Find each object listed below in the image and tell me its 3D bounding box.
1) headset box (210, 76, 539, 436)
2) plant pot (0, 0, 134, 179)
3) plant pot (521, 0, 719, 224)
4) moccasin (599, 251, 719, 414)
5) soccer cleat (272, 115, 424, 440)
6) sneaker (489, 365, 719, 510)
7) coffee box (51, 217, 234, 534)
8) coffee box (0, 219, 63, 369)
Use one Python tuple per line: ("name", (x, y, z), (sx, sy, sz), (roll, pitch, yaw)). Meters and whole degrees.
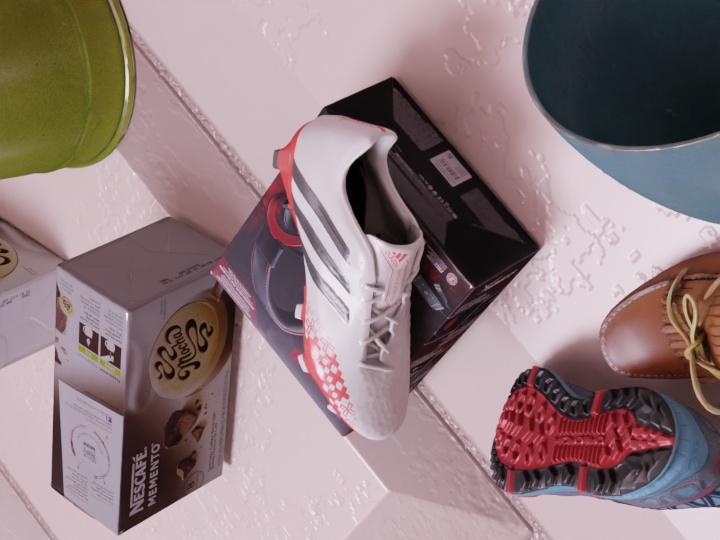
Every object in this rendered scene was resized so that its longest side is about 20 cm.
("headset box", (0.000, 0.000, 1.094), (0.149, 0.075, 0.200), (51, 135, 11))
("plant pot", (-0.302, -0.144, 1.227), (0.200, 0.192, 0.202), (20, 122, 36))
("plant pot", (0.196, -0.097, 0.803), (0.199, 0.201, 0.135), (2, 147, 43))
("moccasin", (0.210, 0.031, 0.908), (0.201, 0.078, 0.074), (-4, 107, 44))
("soccer cleat", (0.004, 0.007, 0.993), (0.085, 0.068, 0.201), (2, 107, 46))
("sneaker", (0.150, 0.112, 1.001), (0.200, 0.095, 0.080), (7, 76, 65))
("coffee box", (-0.161, 0.078, 1.247), (0.080, 0.113, 0.201), (29, 126, 31))
("coffee box", (-0.350, 0.001, 1.401), (0.199, 0.113, 0.080), (31, 128, 30))
